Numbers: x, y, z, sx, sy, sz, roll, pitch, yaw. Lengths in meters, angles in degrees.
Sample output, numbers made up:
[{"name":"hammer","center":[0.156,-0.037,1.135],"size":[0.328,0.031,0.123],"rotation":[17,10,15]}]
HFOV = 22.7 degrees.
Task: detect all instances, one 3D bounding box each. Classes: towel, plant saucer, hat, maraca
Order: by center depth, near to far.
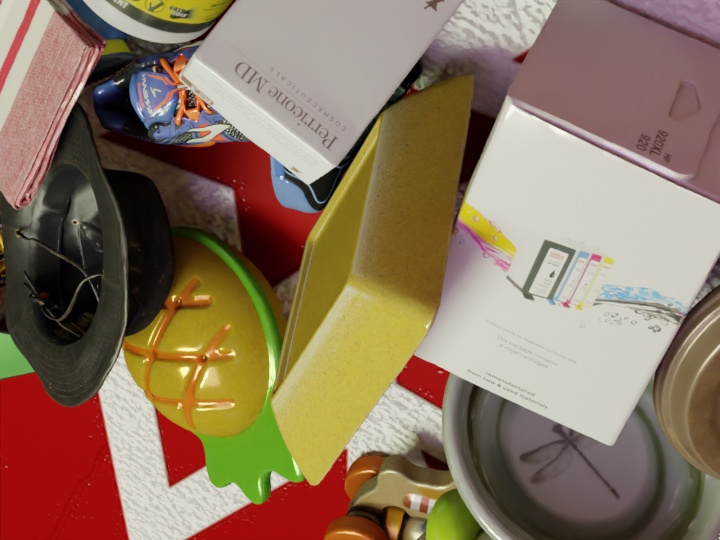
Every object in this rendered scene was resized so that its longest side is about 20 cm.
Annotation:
[{"name":"plant saucer","center":[0.277,0.068,1.076],"size":[0.199,0.030,0.201],"rotation":[-3,130,-4]},{"name":"plant saucer","center":[0.000,0.000,1.097],"size":[0.048,0.200,0.200],"rotation":[20,140,-11]},{"name":"plant saucer","center":[0.143,0.114,1.153],"size":[0.200,0.201,0.050],"rotation":[29,150,0]},{"name":"towel","center":[-0.248,-0.158,1.157],"size":[0.200,0.023,0.144],"rotation":[50,129,20]},{"name":"hat","center":[-0.170,-0.014,1.190],"size":[0.200,0.081,0.202],"rotation":[10,102,55]},{"name":"maraca","center":[-0.100,0.065,1.249],"size":[0.137,0.107,0.201],"rotation":[-34,81,43]}]

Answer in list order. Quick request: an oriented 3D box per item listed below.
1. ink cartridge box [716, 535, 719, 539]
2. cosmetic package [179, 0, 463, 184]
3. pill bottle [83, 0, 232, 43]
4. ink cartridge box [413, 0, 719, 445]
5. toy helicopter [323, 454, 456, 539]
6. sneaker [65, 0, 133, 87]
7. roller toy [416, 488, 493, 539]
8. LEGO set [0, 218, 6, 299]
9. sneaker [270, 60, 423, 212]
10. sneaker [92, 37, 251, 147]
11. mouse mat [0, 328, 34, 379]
[{"name":"ink cartridge box","center":[0.263,0.184,1.229],"size":[0.199,0.068,0.115],"rotation":[15,130,13]},{"name":"cosmetic package","center":[-0.001,-0.157,0.999],"size":[0.102,0.200,0.074],"rotation":[37,168,-8]},{"name":"pill bottle","center":[-0.084,-0.232,1.031],"size":[0.112,0.113,0.200],"rotation":[39,130,-8]},{"name":"ink cartridge box","center":[0.136,-0.034,1.065],"size":[0.144,0.147,0.200],"rotation":[25,131,4]},{"name":"toy helicopter","center":[0.075,0.170,1.295],"size":[0.132,0.079,0.200],"rotation":[37,131,-13]},{"name":"sneaker","center":[-0.230,-0.147,1.201],"size":[0.200,0.066,0.079],"rotation":[-21,87,41]},{"name":"roller toy","center":[0.115,0.256,1.199],"size":[0.139,0.183,0.200],"rotation":[-9,146,29]},{"name":"LEGO set","center":[-0.324,0.013,1.293],"size":[0.199,0.154,0.116],"rotation":[-14,102,25]},{"name":"sneaker","center":[-0.005,-0.112,1.117],"size":[0.078,0.070,0.201],"rotation":[21,130,15]},{"name":"sneaker","center":[-0.100,-0.107,1.104],"size":[0.200,0.078,0.076],"rotation":[-13,86,56]},{"name":"mouse mat","center":[-0.305,0.061,1.331],"size":[0.160,0.008,0.200],"rotation":[-13,163,30]}]
